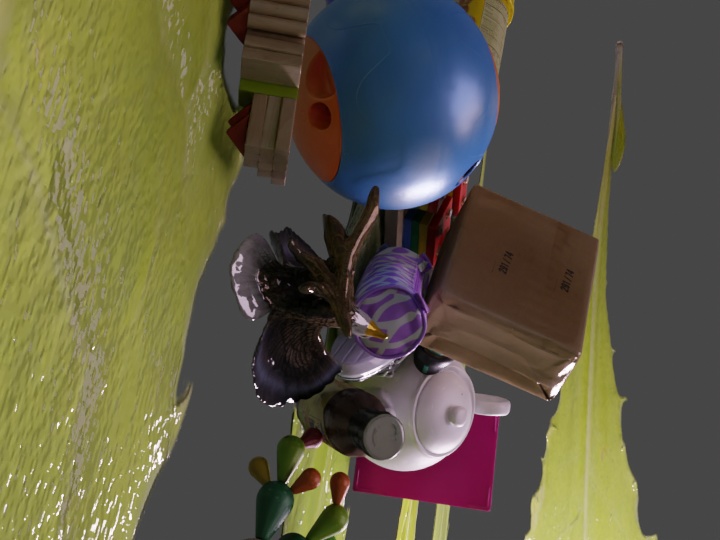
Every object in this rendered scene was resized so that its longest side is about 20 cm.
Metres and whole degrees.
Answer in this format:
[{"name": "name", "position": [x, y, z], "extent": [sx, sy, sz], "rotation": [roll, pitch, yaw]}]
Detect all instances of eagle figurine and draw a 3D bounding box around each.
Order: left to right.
[{"name": "eagle figurine", "position": [-0.045, 0.032, 0.776], "extent": [0.151, 0.152, 0.200], "rotation": [-34, 180, -25]}]

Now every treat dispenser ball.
[{"name": "treat dispenser ball", "position": [0.029, -0.158, 0.795], "extent": [0.201, 0.197, 0.205], "rotation": [5, 90, -77]}]

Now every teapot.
[{"name": "teapot", "position": [0.085, 0.177, 1.135], "extent": [0.200, 0.145, 0.199], "rotation": [-49, 124, -28]}]

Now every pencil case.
[{"name": "pencil case", "position": [0.038, 0.030, 0.941], "extent": [0.200, 0.084, 0.085], "rotation": [-70, 137, -74]}]

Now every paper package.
[{"name": "paper package", "position": [0.180, 0.025, 1.048], "extent": [0.104, 0.188, 0.202], "rotation": [116, -3, -47]}]

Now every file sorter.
[{"name": "file sorter", "position": [0.102, 0.270, 1.286], "extent": [0.126, 0.196, 0.142], "rotation": [57, 40, -74]}]

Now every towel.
[{"name": "towel", "position": [0.000, 0.000, 1.092], "extent": [0.202, 0.036, 0.150], "rotation": [-72, 162, -47]}]

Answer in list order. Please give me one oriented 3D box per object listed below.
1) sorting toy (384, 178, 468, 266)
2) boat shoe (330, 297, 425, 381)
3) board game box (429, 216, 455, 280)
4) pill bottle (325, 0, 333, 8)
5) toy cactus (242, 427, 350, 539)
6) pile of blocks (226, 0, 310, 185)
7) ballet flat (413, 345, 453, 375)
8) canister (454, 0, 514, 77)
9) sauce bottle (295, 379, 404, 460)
[{"name": "sorting toy", "position": [0.099, -0.126, 1.145], "extent": [0.201, 0.068, 0.201], "rotation": [90, 22, -43]}, {"name": "boat shoe", "position": [0.029, 0.094, 1.027], "extent": [0.199, 0.071, 0.072], "rotation": [-32, 131, -54]}, {"name": "board game box", "position": [0.094, -0.027, 1.256], "extent": [0.035, 0.125, 0.201], "rotation": [61, 20, -18]}, {"name": "pill bottle", "position": [0.016, -0.295, 0.886], "extent": [0.113, 0.110, 0.202], "rotation": [-71, 160, -47]}, {"name": "toy cactus", "position": [-0.080, 0.248, 0.764], "extent": [0.164, 0.101, 0.204], "rotation": [5, 92, -58]}, {"name": "pile of blocks", "position": [-0.074, -0.172, 0.670], "extent": [0.082, 0.061, 0.204], "rotation": [-165, -97, -84]}, {"name": "ballet flat", "position": [0.124, 0.063, 1.112], "extent": [0.200, 0.072, 0.074], "rotation": [-49, 145, -41]}, {"name": "canister", "position": [0.109, -0.234, 1.012], "extent": [0.149, 0.085, 0.202], "rotation": [-48, -159, 50]}, {"name": "sauce bottle", "position": [-0.012, 0.144, 0.838], "extent": [0.200, 0.064, 0.066], "rotation": [175, -78, -73]}]
